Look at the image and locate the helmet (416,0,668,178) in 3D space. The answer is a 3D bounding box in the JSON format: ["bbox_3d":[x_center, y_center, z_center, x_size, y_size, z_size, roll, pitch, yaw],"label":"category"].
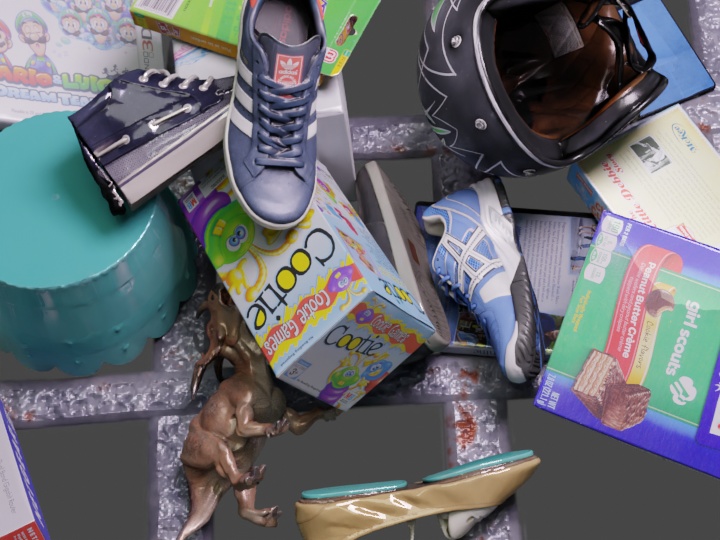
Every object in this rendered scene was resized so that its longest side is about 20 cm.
[{"bbox_3d":[0.140,-0.172,1.353,0.190,0.200,0.201,-30,60,6],"label":"helmet"}]

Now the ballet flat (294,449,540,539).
[{"bbox_3d":[0.049,0.189,1.273,0.199,0.069,0.063,-11,87,2],"label":"ballet flat"}]

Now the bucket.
[{"bbox_3d":[-0.247,-0.028,1.376,0.206,0.135,0.208,-2,59,3],"label":"bucket"}]

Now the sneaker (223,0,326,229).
[{"bbox_3d":[-0.061,-0.134,1.215,0.074,0.084,0.201,0,80,-17],"label":"sneaker"}]

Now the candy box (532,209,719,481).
[{"bbox_3d":[0.260,0.066,1.269,0.199,0.077,0.170,20,91,16],"label":"candy box"}]

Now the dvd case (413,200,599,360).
[{"bbox_3d":[0.137,0.010,1.383,0.199,0.018,0.143,4,60,9],"label":"dvd case"}]

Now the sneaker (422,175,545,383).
[{"bbox_3d":[0.104,0.014,1.338,0.077,0.076,0.201,-16,50,5],"label":"sneaker"}]

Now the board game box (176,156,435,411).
[{"bbox_3d":[-0.046,-0.004,1.292,0.103,0.105,0.200,-42,53,12],"label":"board game box"}]

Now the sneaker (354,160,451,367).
[{"bbox_3d":[0.000,0.000,1.364,0.106,0.075,0.201,-27,50,16],"label":"sneaker"}]

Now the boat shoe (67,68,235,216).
[{"bbox_3d":[-0.140,-0.136,1.286,0.200,0.075,0.093,-36,91,-9],"label":"boat shoe"}]

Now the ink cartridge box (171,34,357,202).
[{"bbox_3d":[-0.087,-0.168,1.435,0.144,0.146,0.201,-9,59,0],"label":"ink cartridge box"}]

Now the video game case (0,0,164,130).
[{"bbox_3d":[-0.277,-0.206,1.481,0.199,0.024,0.183,5,63,-27],"label":"video game case"}]

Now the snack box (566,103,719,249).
[{"bbox_3d":[0.280,-0.037,1.369,0.116,0.037,0.201,-27,68,-15],"label":"snack box"}]

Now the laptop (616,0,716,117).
[{"bbox_3d":[0.200,-0.241,1.469,0.186,0.201,0.116,-22,26,-7],"label":"laptop"}]

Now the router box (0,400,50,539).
[{"bbox_3d":[-0.346,0.194,1.260,0.179,0.049,0.200,-25,35,-8],"label":"router box"}]

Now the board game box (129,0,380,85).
[{"bbox_3d":[-0.088,-0.223,1.366,0.199,0.030,0.096,19,65,19],"label":"board game box"}]

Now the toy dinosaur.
[{"bbox_3d":[-0.109,0.126,1.309,0.135,0.086,0.201,24,82,30],"label":"toy dinosaur"}]
